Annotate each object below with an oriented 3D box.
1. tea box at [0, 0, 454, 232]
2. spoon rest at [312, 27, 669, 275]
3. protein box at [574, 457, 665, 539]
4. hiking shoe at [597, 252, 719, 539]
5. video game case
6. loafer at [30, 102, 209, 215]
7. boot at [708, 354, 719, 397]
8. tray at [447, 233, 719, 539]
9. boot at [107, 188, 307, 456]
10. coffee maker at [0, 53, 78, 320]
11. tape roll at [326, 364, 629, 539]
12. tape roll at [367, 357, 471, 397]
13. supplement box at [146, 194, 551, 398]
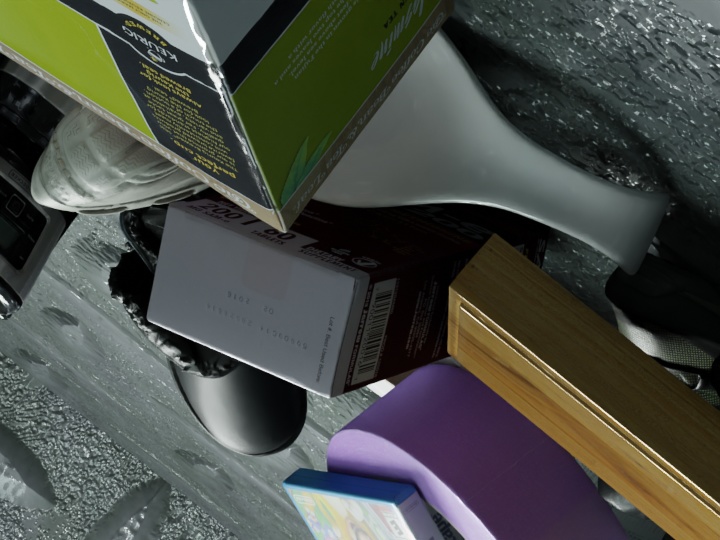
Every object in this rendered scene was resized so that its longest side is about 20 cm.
[{"bbox_3d":[-0.085,-0.150,0.805,0.199,0.134,0.197,32,164,19],"label":"tea box"},{"bbox_3d":[0.039,-0.059,0.904,0.199,0.100,0.061,25,-175,13],"label":"spoon rest"},{"bbox_3d":[0.188,0.217,1.297,0.199,0.135,0.199,47,163,-32],"label":"protein box"},{"bbox_3d":[0.156,0.072,0.990,0.075,0.101,0.200,25,161,38],"label":"hiking shoe"},{"bbox_3d":[0.039,0.202,1.145,0.201,0.018,0.143,60,156,-13],"label":"video game case"},{"bbox_3d":[-0.091,-0.072,1.009,0.070,0.200,0.070,-30,85,31],"label":"loafer"},{"bbox_3d":[0.219,0.086,0.918,0.157,0.080,0.211,31,155,-3],"label":"boot"},{"bbox_3d":[0.124,0.073,0.904,0.200,0.037,0.099,40,166,14],"label":"tray"},{"bbox_3d":[-0.083,0.034,1.118,0.168,0.076,0.202,-100,-7,-75],"label":"boot"},{"bbox_3d":[-0.190,-0.080,1.139,0.134,0.201,0.192,39,166,-7],"label":"coffee maker"},{"bbox_3d":[0.069,0.152,1.124,0.200,0.065,0.201,43,154,26],"label":"tape roll"},{"bbox_3d":[0.042,0.031,1.199,0.202,0.071,0.203,35,165,11],"label":"tape roll"},{"bbox_3d":[0.000,0.000,0.984,0.108,0.061,0.199,21,-163,26],"label":"supplement box"}]
